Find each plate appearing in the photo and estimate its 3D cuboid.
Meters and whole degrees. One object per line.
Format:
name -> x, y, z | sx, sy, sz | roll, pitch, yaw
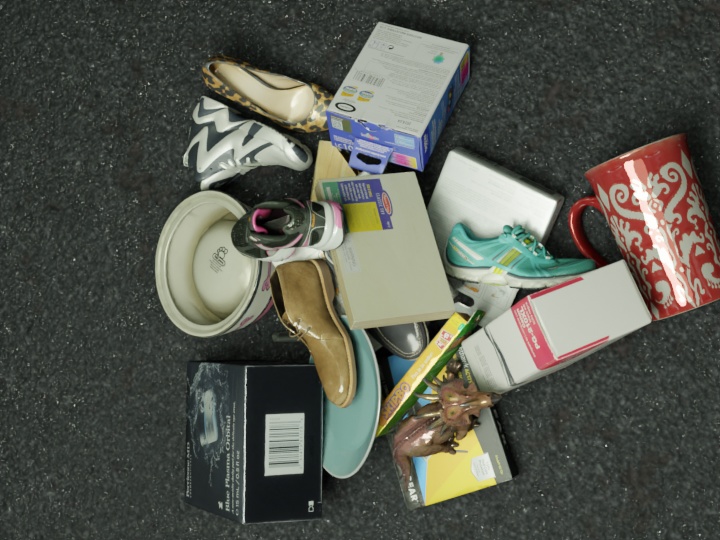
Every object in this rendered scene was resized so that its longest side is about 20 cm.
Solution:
plate -> -0.016, 0.157, 1.427 | 0.200, 0.025, 0.202 | -13, 75, 60

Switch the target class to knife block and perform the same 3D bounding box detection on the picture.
knife block -> -0.046, -0.050, 1.558 | 0.175, 0.064, 0.201 | -37, 81, 11

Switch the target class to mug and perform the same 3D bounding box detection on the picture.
mug -> 0.366, -0.046, 1.421 | 0.133, 0.177, 0.201 | -19, 85, -21

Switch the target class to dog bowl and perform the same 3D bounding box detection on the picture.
dog bowl -> -0.190, -0.007, 1.575 | 0.199, 0.074, 0.202 | -4, 83, 37

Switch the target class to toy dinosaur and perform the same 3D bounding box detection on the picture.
toy dinosaur -> 0.087, 0.190, 1.409 | 0.086, 0.135, 0.200 | 44, 107, 12

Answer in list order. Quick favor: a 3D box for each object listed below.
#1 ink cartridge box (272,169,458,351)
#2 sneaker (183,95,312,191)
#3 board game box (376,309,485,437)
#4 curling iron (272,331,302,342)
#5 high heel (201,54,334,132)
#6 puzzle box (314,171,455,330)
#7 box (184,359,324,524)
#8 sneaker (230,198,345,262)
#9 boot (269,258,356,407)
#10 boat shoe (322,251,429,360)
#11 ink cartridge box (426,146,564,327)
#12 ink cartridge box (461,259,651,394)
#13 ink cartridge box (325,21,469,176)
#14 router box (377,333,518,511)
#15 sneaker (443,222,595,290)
ink cartridge box -> 0.000, 0.000, 1.492 | 0.176, 0.045, 0.201 | -35, 87, 11
sneaker -> -0.167, -0.149, 1.598 | 0.198, 0.079, 0.130 | 27, 97, 17
board game box -> 0.084, 0.123, 1.442 | 0.030, 0.095, 0.200 | 42, 97, 12
curling iron -> -0.029, 0.079, 1.573 | 0.199, 0.026, 0.050 | -12, 63, 21
high heel -> -0.116, -0.238, 1.551 | 0.199, 0.142, 0.072 | 20, 93, 17
puzzle box -> 0.029, -0.028, 1.403 | 0.132, 0.025, 0.201 | -6, 63, -18
box -> -0.143, 0.218, 1.502 | 0.200, 0.117, 0.199 | -5, 84, 60
sneaker -> -0.109, -0.060, 1.407 | 0.199, 0.086, 0.081 | -13, 74, 50
boot -> -0.061, 0.079, 1.414 | 0.074, 0.075, 0.201 | -45, 55, 45
boat shoe -> 0.014, 0.031, 1.437 | 0.072, 0.063, 0.201 | -35, 87, 11
ink cartridge box -> 0.158, -0.040, 1.518 | 0.159, 0.047, 0.201 | 27, 112, 16
ink cartridge box -> 0.230, 0.075, 1.378 | 0.144, 0.200, 0.085 | -19, 78, -24
ink cartridge box -> 0.044, -0.217, 1.489 | 0.136, 0.077, 0.201 | 18, 60, 18
router box -> 0.105, 0.197, 1.508 | 0.148, 0.051, 0.201 | -21, 80, 15
sneaker -> 0.199, -0.017, 1.441 | 0.198, 0.077, 0.080 | 8, 95, 22
